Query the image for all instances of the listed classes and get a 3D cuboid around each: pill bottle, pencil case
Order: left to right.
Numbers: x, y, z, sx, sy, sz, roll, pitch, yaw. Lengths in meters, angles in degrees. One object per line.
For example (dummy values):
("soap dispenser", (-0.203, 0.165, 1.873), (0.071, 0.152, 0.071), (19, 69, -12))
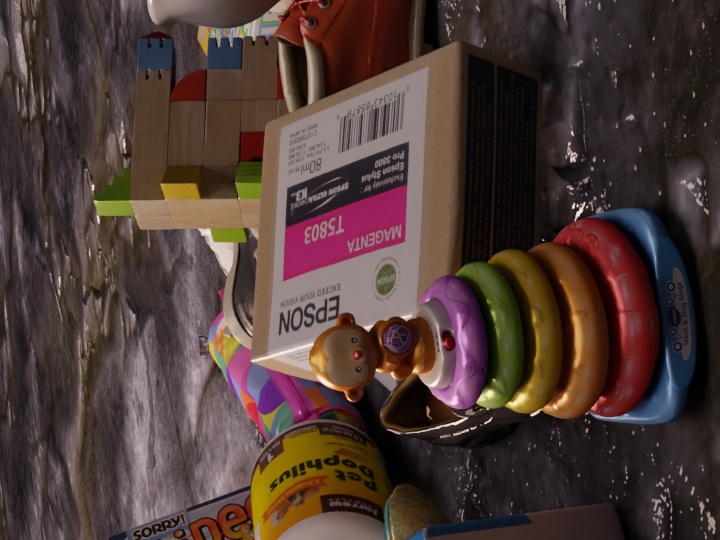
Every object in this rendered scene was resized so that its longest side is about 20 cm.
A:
("pencil case", (-0.064, 0.093, 1.457), (0.200, 0.088, 0.089), (-130, 38, -50))
("pill bottle", (-0.022, 0.198, 1.287), (0.200, 0.108, 0.110), (-107, 18, -66))

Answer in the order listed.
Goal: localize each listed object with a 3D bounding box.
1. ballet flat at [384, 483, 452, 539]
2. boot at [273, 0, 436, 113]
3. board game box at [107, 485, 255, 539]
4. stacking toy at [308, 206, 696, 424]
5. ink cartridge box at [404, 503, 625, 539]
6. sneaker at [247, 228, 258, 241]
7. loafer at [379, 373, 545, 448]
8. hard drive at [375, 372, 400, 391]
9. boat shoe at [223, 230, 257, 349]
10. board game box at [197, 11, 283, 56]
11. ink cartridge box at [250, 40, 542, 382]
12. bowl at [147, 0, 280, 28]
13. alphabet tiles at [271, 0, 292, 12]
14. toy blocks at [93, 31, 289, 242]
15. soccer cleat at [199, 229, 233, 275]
("ballet flat", (0.069, 0.239, 1.197), (0.071, 0.070, 0.202), (148, 112, -67))
("boot", (-0.008, -0.189, 1.194), (0.075, 0.106, 0.202), (-173, 78, -64))
("board game box", (-0.087, 0.239, 1.405), (0.035, 0.198, 0.136), (79, 168, -51))
("stacking toy", (0.067, 0.034, 0.938), (0.110, 0.198, 0.117), (170, 94, -69))
("ink cartridge box", (0.058, 0.242, 1.041), (0.200, 0.146, 0.146), (-40, 59, 48))
("sneaker", (-0.049, -0.091, 1.317), (0.086, 0.080, 0.201), (-42, 61, 33))
("loafer", (0.073, 0.065, 1.109), (0.200, 0.072, 0.073), (121, 139, -57))
("hard drive", (0.000, 0.000, 1.344), (0.200, 0.025, 0.133), (-143, 50, -62))
("boat shoe", (-0.068, -0.029, 1.447), (0.062, 0.072, 0.201), (-32, 41, 34))
("board game box", (-0.094, -0.246, 1.502), (0.135, 0.034, 0.201), (-120, 31, -45))
("ink cartridge box", (0.019, -0.030, 1.094), (0.199, 0.075, 0.167), (-18, 63, 49))
("bowl", (-0.068, -0.250, 1.241), (0.201, 0.090, 0.203), (22, -90, -83))
("alphabet tiles", (-0.027, -0.244, 1.323), (0.195, 0.014, 0.202), (24, 119, 54))
("toy blocks", (-0.082, -0.102, 1.257), (0.100, 0.198, 0.138), (85, -175, -68))
("soccer cleat", (-0.123, -0.050, 1.559), (0.069, 0.084, 0.202), (-160, 62, -66))
